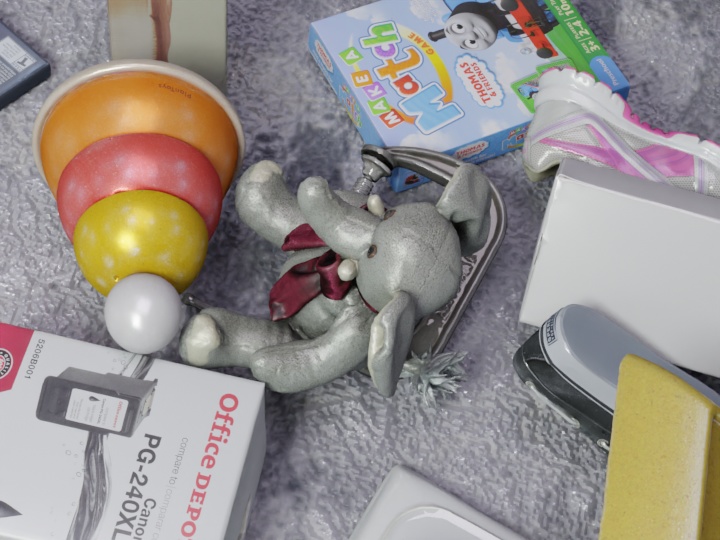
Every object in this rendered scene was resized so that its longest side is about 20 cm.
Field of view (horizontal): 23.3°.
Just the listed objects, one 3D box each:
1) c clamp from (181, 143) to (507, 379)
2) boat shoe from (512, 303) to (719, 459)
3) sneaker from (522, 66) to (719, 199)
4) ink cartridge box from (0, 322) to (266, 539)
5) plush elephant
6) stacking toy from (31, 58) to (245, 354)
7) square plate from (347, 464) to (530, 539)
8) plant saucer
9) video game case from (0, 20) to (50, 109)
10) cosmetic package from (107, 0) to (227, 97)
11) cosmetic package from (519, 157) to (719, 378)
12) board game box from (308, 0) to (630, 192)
[{"bbox_3d":[0.002,-0.013,1.212,0.170,0.027,0.200,33,71,11],"label":"c clamp"},{"bbox_3d":[0.186,0.105,1.141,0.199,0.068,0.074,34,44,-12],"label":"boat shoe"},{"bbox_3d":[0.200,-0.061,1.256,0.199,0.081,0.089,29,79,6],"label":"sneaker"},{"bbox_3d":[-0.167,0.126,1.084,0.199,0.084,0.146,12,55,3],"label":"ink cartridge box"},{"bbox_3d":[0.000,0.000,1.106,0.199,0.155,0.165,28,55,-1],"label":"plush elephant"},{"bbox_3d":[-0.146,-0.027,1.136,0.145,0.147,0.201,0,45,-5],"label":"stacking toy"},{"bbox_3d":[0.061,0.234,1.066,0.199,0.029,0.198,28,57,13],"label":"square plate"},{"bbox_3d":[0.218,0.173,1.028,0.200,0.048,0.201,37,51,-35],"label":"plant saucer"},{"bbox_3d":[-0.351,-0.137,1.287,0.143,0.019,0.200,40,62,21],"label":"video game case"},{"bbox_3d":[-0.138,-0.207,1.245,0.087,0.200,0.104,-3,54,-6],"label":"cosmetic package"},{"bbox_3d":[0.216,0.003,1.177,0.199,0.108,0.085,17,16,6],"label":"cosmetic package"},{"bbox_3d":[0.082,-0.155,1.329,0.199,0.037,0.152,-21,61,-18],"label":"board game box"}]
